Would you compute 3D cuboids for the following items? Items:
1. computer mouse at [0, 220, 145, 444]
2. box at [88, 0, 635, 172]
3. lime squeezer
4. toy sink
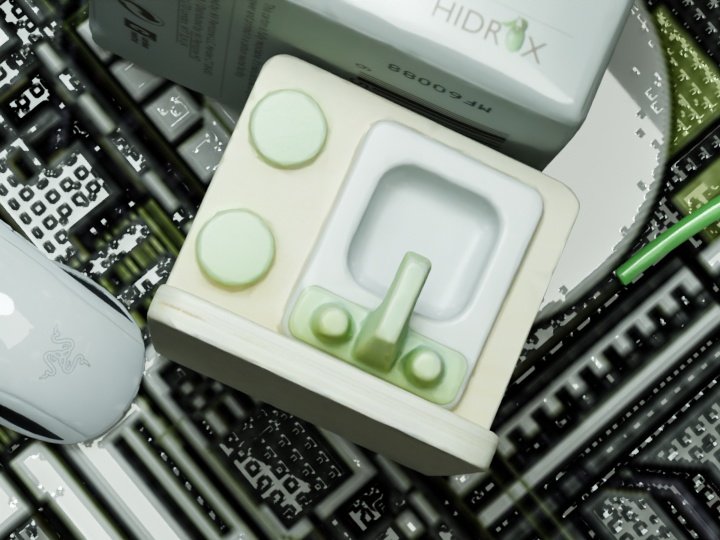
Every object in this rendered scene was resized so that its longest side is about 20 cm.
[{"bbox_3d":[-0.177,-0.001,0.928,0.199,0.044,0.110,29,80,-1],"label":"computer mouse"},{"bbox_3d":[0.012,-0.148,0.886,0.199,0.199,0.172,24,80,-1],"label":"box"},{"bbox_3d":[0.206,-0.032,0.978,0.199,0.038,0.071,-2,113,-6],"label":"lime squeezer"},{"bbox_3d":[0.000,0.000,0.863,0.130,0.200,0.113,24,83,-1],"label":"toy sink"}]
